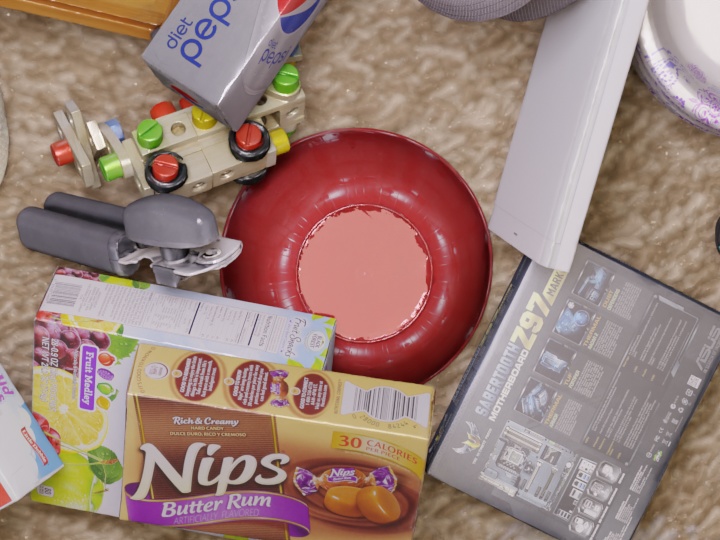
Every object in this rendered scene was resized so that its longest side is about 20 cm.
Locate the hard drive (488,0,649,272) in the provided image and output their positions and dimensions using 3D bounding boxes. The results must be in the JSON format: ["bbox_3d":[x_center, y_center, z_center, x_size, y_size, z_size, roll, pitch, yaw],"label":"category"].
[{"bbox_3d":[0.143,-0.110,1.644,0.026,0.132,0.201,12,99,-17],"label":"hard drive"}]

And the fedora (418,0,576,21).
[{"bbox_3d":[0.122,-0.243,1.588,0.200,0.177,0.090,-49,137,11],"label":"fedora"}]

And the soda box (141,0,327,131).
[{"bbox_3d":[-0.059,-0.198,1.588,0.068,0.063,0.200,33,84,15],"label":"soda box"}]

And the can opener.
[{"bbox_3d":[-0.162,-0.035,1.618,0.053,0.199,0.067,-32,122,-38],"label":"can opener"}]

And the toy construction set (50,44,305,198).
[{"bbox_3d":[-0.121,-0.111,1.652,0.199,0.092,0.132,-27,67,0],"label":"toy construction set"}]

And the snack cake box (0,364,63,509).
[{"bbox_3d":[-0.318,0.137,1.634,0.199,0.067,0.115,-29,94,28],"label":"snack cake box"}]

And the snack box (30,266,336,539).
[{"bbox_3d":[-0.124,0.097,1.634,0.199,0.068,0.169,9,128,3],"label":"snack box"}]

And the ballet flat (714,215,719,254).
[{"bbox_3d":[0.348,-0.059,1.701,0.199,0.068,0.068,-34,94,-1],"label":"ballet flat"}]

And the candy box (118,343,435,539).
[{"bbox_3d":[-0.057,0.120,1.562,0.199,0.057,0.117,8,129,-1],"label":"candy box"}]

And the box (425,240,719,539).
[{"bbox_3d":[0.157,0.090,1.708,0.157,0.051,0.201,26,92,-4],"label":"box"}]

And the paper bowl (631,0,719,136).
[{"bbox_3d":[0.280,-0.192,1.672,0.199,0.104,0.202,0,93,-3],"label":"paper bowl"}]

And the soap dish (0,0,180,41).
[{"bbox_3d":[-0.188,-0.236,1.584,0.199,0.158,0.082,11,50,-15],"label":"soap dish"}]

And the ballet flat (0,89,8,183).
[{"bbox_3d":[-0.290,-0.149,1.664,0.067,0.062,0.201,-9,94,-2],"label":"ballet flat"}]

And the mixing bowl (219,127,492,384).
[{"bbox_3d":[0.000,0.000,1.666,0.199,0.108,0.202,0,94,-3],"label":"mixing bowl"}]
